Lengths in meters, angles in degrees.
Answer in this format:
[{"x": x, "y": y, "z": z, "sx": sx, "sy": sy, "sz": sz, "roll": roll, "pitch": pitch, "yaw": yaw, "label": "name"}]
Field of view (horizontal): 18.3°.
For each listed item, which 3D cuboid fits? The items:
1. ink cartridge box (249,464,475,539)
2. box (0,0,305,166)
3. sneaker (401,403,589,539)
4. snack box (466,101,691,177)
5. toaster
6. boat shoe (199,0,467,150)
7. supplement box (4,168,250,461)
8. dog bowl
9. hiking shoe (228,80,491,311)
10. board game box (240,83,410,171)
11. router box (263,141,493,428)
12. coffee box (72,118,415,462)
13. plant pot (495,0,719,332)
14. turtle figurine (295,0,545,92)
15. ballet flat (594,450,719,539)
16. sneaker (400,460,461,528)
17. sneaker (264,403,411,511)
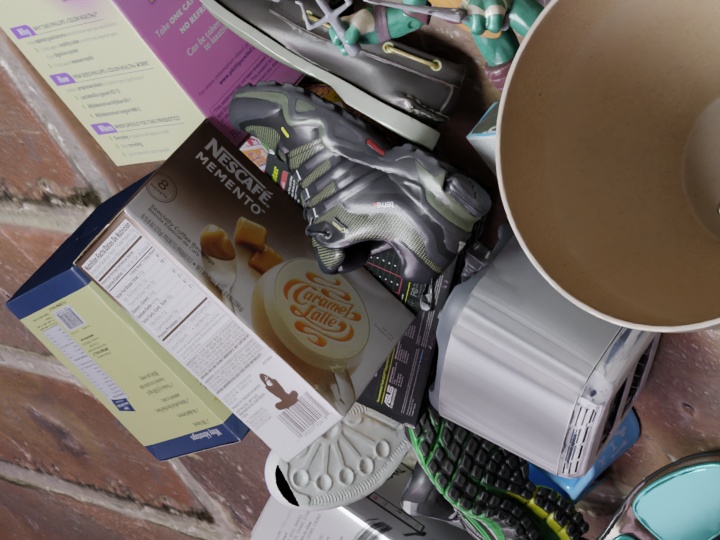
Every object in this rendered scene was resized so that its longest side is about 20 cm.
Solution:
[{"x": 0.026, "y": 0.238, "z": 1.934, "sx": 0.199, "sy": 0.146, "sz": 0.085, "roll": 33, "pitch": 110, "yaw": 17, "label": "ink cartridge box"}, {"x": -0.163, "y": -0.182, "z": 1.579, "sx": 0.200, "sy": 0.097, "sz": 0.176, "roll": 51, "pitch": 154, "yaw": -22, "label": "box"}, {"x": 0.088, "y": 0.163, "z": 1.689, "sx": 0.085, "sy": 0.078, "sz": 0.200, "roll": 5, "pitch": 138, "yaw": 54, "label": "sneaker"}, {"x": 0.164, "y": -0.056, "z": 1.374, "sx": 0.116, "sy": 0.037, "sz": 0.200, "roll": 51, "pitch": 154, "yaw": -23, "label": "snack box"}, {"x": 0.127, "y": 0.054, "z": 1.529, "sx": 0.129, "sy": 0.114, "sz": 0.200, "roll": 30, "pitch": 153, "yaw": 14, "label": "toaster"}, {"x": -0.019, "y": -0.151, "z": 1.465, "sx": 0.201, "sy": 0.061, "sz": 0.072, "roll": 33, "pitch": -175, "yaw": 22, "label": "boat shoe"}, {"x": -0.165, "y": 0.040, "z": 1.909, "sx": 0.200, "sy": 0.134, "sz": 0.200, "roll": 46, "pitch": 156, "yaw": -11, "label": "supplement box"}, {"x": 0.141, "y": 0.128, "z": 1.705, "sx": 0.111, "sy": 0.050, "sz": 0.200, "roll": 38, "pitch": 157, "yaw": 7, "label": "dog bowl"}, {"x": -0.018, "y": -0.052, "z": 1.448, "sx": 0.199, "sy": 0.101, "sz": 0.076, "roll": 28, "pitch": -178, "yaw": 28, "label": "hiking shoe"}, {"x": -0.032, "y": -0.093, "z": 1.623, "sx": 0.199, "sy": 0.030, "sz": 0.096, "roll": 3, "pitch": 135, "yaw": 51, "label": "board game box"}, {"x": 0.000, "y": 0.000, "z": 1.576, "sx": 0.149, "sy": 0.062, "sz": 0.201, "roll": 24, "pitch": 135, "yaw": 12, "label": "router box"}, {"x": -0.077, "y": 0.013, "z": 1.509, "sx": 0.200, "sy": 0.114, "sz": 0.080, "roll": 44, "pitch": 136, "yaw": -5, "label": "coffee box"}, {"x": 0.189, "y": -0.064, "z": 1.180, "sx": 0.200, "sy": 0.201, "sz": 0.134, "roll": 26, "pitch": -172, "yaw": 30, "label": "plant pot"}, {"x": 0.060, "y": -0.153, "z": 1.293, "sx": 0.200, "sy": 0.101, "sz": 0.150, "roll": 37, "pitch": 165, "yaw": -19, "label": "turtle figurine"}, {"x": 0.215, "y": 0.186, "z": 1.641, "sx": 0.068, "sy": 0.068, "sz": 0.200, "roll": 45, "pitch": 119, "yaw": -3, "label": "ballet flat"}, {"x": 0.102, "y": 0.186, "z": 1.819, "sx": 0.115, "sy": 0.075, "sz": 0.200, "roll": 25, "pitch": 177, "yaw": 12, "label": "sneaker"}, {"x": -0.028, "y": 0.134, "z": 1.786, "sx": 0.146, "sy": 0.200, "sz": 0.081, "roll": -14, "pitch": 106, "yaw": 53, "label": "sneaker"}]
